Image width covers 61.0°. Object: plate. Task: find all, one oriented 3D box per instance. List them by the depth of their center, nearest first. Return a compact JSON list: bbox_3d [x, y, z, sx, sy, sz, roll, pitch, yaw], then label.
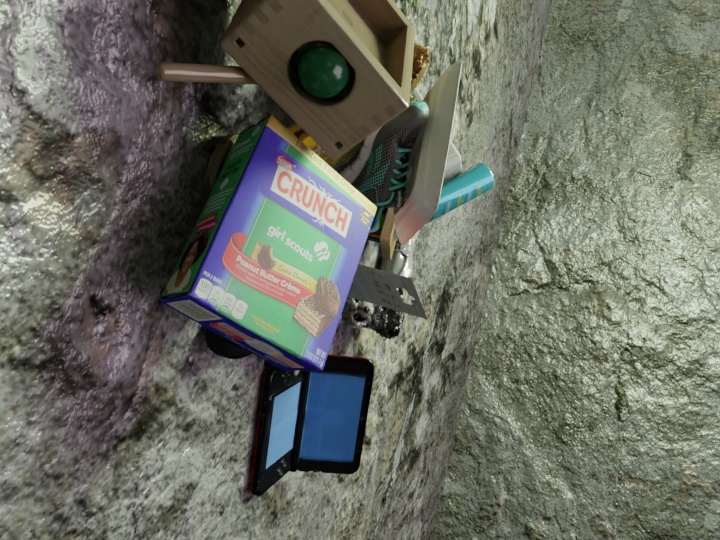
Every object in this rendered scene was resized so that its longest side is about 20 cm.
[{"bbox_3d":[0.083,-0.153,0.835,0.200,0.032,0.203,132,-30,-77],"label":"plate"}]

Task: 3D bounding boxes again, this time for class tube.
[{"bbox_3d":[0.139,-0.120,1.048,0.198,0.051,0.078,-31,152,-17],"label":"tube"}]

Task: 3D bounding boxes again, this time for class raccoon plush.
[{"bbox_3d":[-0.002,0.081,1.147,0.200,0.131,0.099,134,-38,-66],"label":"raccoon plush"}]

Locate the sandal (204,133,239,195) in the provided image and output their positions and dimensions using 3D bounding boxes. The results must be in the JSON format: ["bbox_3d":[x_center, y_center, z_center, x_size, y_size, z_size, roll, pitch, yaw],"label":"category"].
[{"bbox_3d":[-0.116,-0.099,0.724,0.200,0.053,0.082,39,65,-68],"label":"sandal"}]

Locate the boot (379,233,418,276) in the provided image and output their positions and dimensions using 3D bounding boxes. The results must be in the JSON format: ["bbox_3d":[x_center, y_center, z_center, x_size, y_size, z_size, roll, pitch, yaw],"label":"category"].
[{"bbox_3d":[0.074,-0.062,1.253,0.096,0.072,0.203,64,34,-51],"label":"boot"}]

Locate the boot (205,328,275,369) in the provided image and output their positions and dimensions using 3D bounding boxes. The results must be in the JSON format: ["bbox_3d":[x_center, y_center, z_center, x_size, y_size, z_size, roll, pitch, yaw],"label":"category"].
[{"bbox_3d":[-0.114,0.077,0.806,0.198,0.073,0.164,-44,158,-33],"label":"boot"}]

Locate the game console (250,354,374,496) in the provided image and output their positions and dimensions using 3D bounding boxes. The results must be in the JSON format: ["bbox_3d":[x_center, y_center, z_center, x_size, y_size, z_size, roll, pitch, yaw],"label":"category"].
[{"bbox_3d":[-0.071,0.239,0.945,0.172,0.117,0.204,-16,116,-68],"label":"game console"}]

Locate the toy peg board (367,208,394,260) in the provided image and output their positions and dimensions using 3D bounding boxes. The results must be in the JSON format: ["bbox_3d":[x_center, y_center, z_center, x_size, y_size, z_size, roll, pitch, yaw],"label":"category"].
[{"bbox_3d":[0.035,-0.143,1.086,0.199,0.096,0.204,70,36,-81],"label":"toy peg board"}]

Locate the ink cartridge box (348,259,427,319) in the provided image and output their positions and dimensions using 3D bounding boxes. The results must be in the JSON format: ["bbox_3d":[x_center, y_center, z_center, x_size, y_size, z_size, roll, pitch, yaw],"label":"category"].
[{"bbox_3d":[0.000,0.000,0.884,0.161,0.197,0.051,59,47,-62],"label":"ink cartridge box"}]

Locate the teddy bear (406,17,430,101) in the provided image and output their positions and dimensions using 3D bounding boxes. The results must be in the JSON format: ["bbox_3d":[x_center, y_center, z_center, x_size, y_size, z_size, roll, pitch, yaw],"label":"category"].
[{"bbox_3d":[0.029,-0.259,0.818,0.146,0.067,0.199,-51,162,11],"label":"teddy bear"}]

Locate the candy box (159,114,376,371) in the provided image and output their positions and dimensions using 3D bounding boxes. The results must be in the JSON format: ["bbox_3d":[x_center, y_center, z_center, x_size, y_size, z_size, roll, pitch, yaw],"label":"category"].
[{"bbox_3d":[-0.084,-0.022,0.633,0.168,0.076,0.203,35,61,-34],"label":"candy box"}]

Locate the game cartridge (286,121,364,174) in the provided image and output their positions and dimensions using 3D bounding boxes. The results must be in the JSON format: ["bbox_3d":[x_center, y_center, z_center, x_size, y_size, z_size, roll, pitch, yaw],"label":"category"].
[{"bbox_3d":[-0.020,-0.157,0.800,0.175,0.033,0.200,-34,160,-6],"label":"game cartridge"}]

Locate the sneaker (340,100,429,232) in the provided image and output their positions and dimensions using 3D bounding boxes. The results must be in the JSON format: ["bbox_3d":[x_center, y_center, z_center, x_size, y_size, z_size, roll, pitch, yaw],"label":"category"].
[{"bbox_3d":[0.037,-0.126,0.789,0.077,0.092,0.200,-19,156,-45],"label":"sneaker"}]

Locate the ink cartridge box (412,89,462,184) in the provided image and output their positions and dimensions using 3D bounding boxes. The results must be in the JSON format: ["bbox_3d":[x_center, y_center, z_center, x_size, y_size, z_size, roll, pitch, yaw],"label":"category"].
[{"bbox_3d":[0.129,-0.233,1.145,0.202,0.044,0.177,63,2,25],"label":"ink cartridge box"}]

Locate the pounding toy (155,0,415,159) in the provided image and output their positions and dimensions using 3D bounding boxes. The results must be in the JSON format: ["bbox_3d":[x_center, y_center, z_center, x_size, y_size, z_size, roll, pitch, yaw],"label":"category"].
[{"bbox_3d":[-0.058,-0.216,0.595,0.184,0.141,0.202,41,38,-31],"label":"pounding toy"}]
